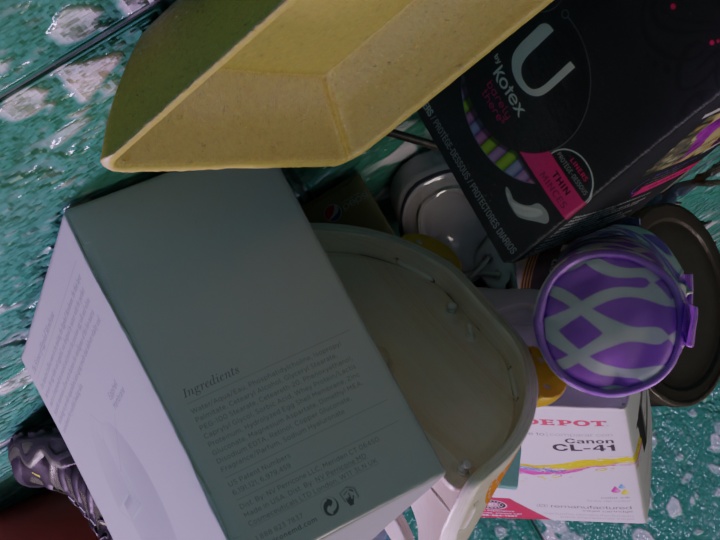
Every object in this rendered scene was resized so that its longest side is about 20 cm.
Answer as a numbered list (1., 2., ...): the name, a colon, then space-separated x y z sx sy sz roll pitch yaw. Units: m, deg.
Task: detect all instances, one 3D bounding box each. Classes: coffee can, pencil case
1. coffee can: 0.160 0.036 1.258 0.199 0.148 0.146 -10 -175 45
2. pencil case: 0.145 0.020 0.923 0.085 0.085 0.200 10 -171 11

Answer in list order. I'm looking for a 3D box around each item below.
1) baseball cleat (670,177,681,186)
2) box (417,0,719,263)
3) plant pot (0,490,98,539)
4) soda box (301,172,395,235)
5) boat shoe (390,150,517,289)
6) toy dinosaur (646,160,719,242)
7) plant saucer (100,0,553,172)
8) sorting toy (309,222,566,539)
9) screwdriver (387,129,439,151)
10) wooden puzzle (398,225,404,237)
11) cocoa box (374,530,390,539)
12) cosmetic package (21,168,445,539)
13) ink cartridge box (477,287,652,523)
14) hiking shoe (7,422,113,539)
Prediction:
1. baseball cleat: 0.211 -0.058 1.343 0.106 0.070 0.200 -22 166 -35
2. box: 0.134 -0.111 0.836 0.106 0.123 0.200 -19 163 -45
3. plant pot: -0.230 0.261 1.325 0.177 0.201 0.200 -31 172 -46
4. soda box: 0.000 0.000 1.084 0.064 0.068 0.200 -30 168 1
5. boat shoe: 0.075 -0.006 1.107 0.073 0.066 0.200 -24 145 7
6. toy dinosaur: 0.250 -0.012 1.368 0.199 0.106 0.181 -26 -172 30
7. plant saucer: 0.004 -0.117 0.688 0.199 0.049 0.199 -37 165 27
8. sorting toy: 0.020 0.093 0.953 0.106 0.200 0.181 -17 142 -33
9. screwdriver: 0.010 -0.080 0.908 0.028 0.029 0.200 -35 171 18
10. wooden puzzle: 0.147 -0.074 1.163 0.199 0.047 0.185 -16 161 -38
11. cocoa box: -0.059 0.264 1.338 0.133 0.130 0.202 49 62 -82
12. cosmetic package: -0.078 0.073 0.881 0.122 0.201 0.200 -24 167 -26
13. ink cartridge box: 0.119 0.096 1.113 0.146 0.086 0.200 1 152 15
14. hiking shoe: -0.172 0.148 1.106 0.075 0.102 0.199 -9 178 -40
